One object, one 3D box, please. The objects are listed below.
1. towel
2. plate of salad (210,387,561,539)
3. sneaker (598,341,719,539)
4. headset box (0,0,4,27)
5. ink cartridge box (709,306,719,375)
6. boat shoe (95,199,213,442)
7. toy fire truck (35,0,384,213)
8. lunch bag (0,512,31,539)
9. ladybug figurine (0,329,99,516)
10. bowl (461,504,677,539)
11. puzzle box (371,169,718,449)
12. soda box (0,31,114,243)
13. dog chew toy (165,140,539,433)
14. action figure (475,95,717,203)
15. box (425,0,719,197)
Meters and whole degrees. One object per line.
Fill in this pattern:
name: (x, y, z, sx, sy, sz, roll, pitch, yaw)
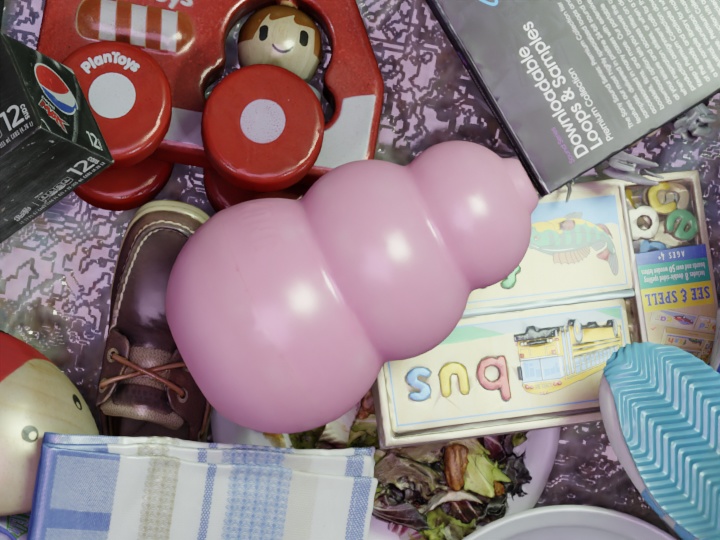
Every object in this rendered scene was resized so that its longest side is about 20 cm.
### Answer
towel: (-0.088, 0.161, 1.405, 0.199, 0.024, 0.148, 5, 97, -26)
plate of salad: (0.014, 0.080, 1.471, 0.198, 0.048, 0.202, 0, 94, 1)
sneaker: (0.184, 0.115, 1.423, 0.077, 0.081, 0.200, -47, 117, -14)
headset box: (-0.251, -0.180, 1.389, 0.092, 0.174, 0.201, 9, 94, 9)
ink cartridge box: (0.240, -0.019, 1.388, 0.076, 0.200, 0.137, 15, 57, 0)
boat shoe: (-0.111, 0.063, 1.436, 0.072, 0.072, 0.201, 10, 113, 0)
toy fire truck: (-0.084, -0.120, 1.435, 0.199, 0.112, 0.169, 8, 77, 0)
lunch bag: (-0.211, 0.222, 1.445, 0.159, 0.075, 0.202, 7, 99, 35)
ladybug figurine: (-0.233, 0.071, 1.424, 0.199, 0.136, 0.072, 13, 119, 23)
bowl: (0.113, 0.222, 1.459, 0.200, 0.090, 0.203, 0, 96, 1)
puzzle box: (0.099, 0.022, 1.446, 0.199, 0.025, 0.134, -7, 85, -9)
soda box: (-0.230, -0.035, 1.353, 0.199, 0.071, 0.064, -35, 63, 17)
dog chew toy: (0.000, 0.000, 1.364, 0.199, 0.125, 0.125, -28, 94, 6)
action figure: (0.145, -0.127, 1.434, 0.130, 0.069, 0.201, 26, 89, 9)
box: (0.144, -0.149, 1.381, 0.199, 0.036, 0.144, -30, 88, -5)
